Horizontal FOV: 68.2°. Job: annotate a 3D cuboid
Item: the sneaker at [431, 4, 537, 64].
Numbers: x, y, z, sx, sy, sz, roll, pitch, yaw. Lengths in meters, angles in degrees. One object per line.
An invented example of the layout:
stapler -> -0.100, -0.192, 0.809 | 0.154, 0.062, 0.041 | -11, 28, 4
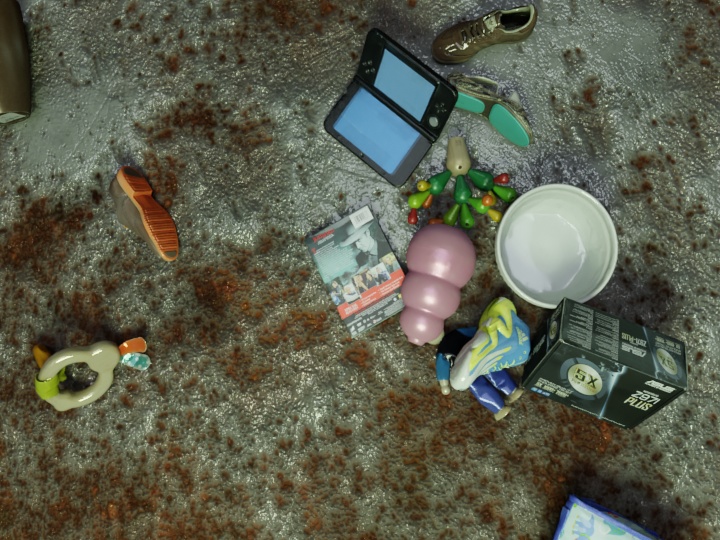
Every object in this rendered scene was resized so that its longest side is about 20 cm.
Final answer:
sneaker -> 0.224, -0.441, 0.968 | 0.194, 0.076, 0.073 | -17, 85, 3

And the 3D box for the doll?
doll -> 0.187, 0.168, 0.936 | 0.200, 0.049, 0.136 | 44, 71, 8

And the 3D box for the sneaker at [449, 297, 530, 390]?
sneaker -> 0.231, 0.139, 0.891 | 0.104, 0.076, 0.201 | 39, 59, 2

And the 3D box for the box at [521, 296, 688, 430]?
box -> 0.384, 0.154, 0.858 | 0.195, 0.166, 0.087 | 21, 53, 6

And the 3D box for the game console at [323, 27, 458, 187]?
game console -> 0.048, -0.288, 0.956 | 0.198, 0.177, 0.117 | 39, 61, 6

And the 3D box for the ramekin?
ramekin -> 0.323, -0.037, 0.915 | 0.193, 0.105, 0.207 | 0, 86, 4

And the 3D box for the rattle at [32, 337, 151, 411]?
rattle -> -0.508, 0.160, 1.013 | 0.198, 0.142, 0.132 | -35, 116, -13

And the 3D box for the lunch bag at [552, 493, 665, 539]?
lunch bag -> 0.393, 0.481, 0.858 | 0.196, 0.127, 0.174 | 25, 86, -5

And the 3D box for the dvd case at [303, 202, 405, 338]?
dvd case -> 0.000, 0.000, 0.983 | 0.143, 0.022, 0.204 | -28, 85, 2

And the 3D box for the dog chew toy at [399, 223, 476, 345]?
dog chew toy -> 0.123, 0.027, 0.913 | 0.121, 0.125, 0.205 | 18, 82, 6

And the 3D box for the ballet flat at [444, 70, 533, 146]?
ballet flat -> 0.240, -0.307, 0.967 | 0.197, 0.068, 0.076 | 33, 73, 9

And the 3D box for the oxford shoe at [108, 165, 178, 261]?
oxford shoe -> -0.413, -0.095, 1.013 | 0.072, 0.071, 0.203 | -35, 79, 21

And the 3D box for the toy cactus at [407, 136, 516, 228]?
toy cactus -> 0.176, -0.159, 0.952 | 0.194, 0.102, 0.170 | -7, 75, 13

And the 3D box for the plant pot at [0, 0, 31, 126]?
plant pot -> -0.711, -0.389, 1.011 | 0.182, 0.187, 0.206 | -16, 99, 3
